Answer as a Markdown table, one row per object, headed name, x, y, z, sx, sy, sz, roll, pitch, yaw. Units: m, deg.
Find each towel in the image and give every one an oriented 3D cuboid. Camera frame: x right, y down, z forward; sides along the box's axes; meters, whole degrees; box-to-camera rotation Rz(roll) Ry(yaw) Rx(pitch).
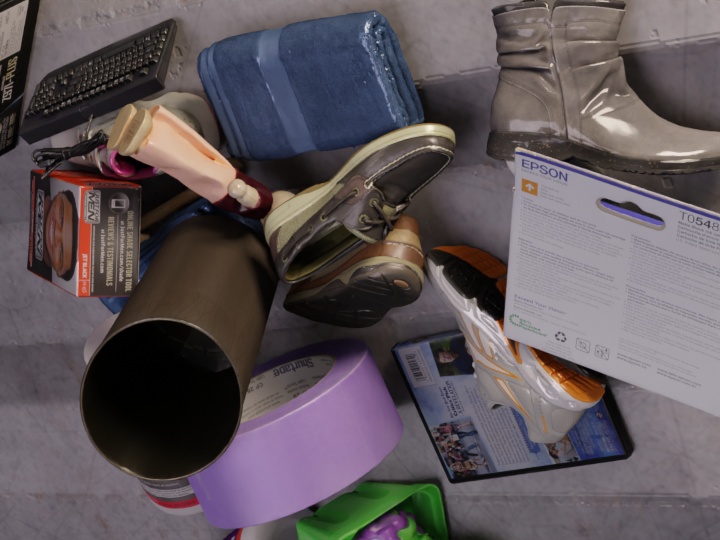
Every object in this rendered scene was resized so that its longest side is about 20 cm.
| name | x | y | z | sx | sy | sz | roll | pitch | yaw |
| --- | --- | --- | --- | --- | --- | --- | --- | --- | --- |
| towel | -0.161 | 0.007 | 1.761 | 0.112 | 0.049 | 0.200 | 42 | 134 | -15 |
| towel | -0.045 | -0.156 | 1.587 | 0.199 | 0.048 | 0.112 | -5 | 114 | 39 |

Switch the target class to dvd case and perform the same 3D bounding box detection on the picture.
| name | x | y | z | sx | sy | sz | roll | pitch | yaw |
| --- | --- | --- | --- | --- | --- | --- | --- | --- | --- |
| dvd case | 0.132 | 0.113 | 1.644 | 0.199 | 0.018 | 0.144 | -14 | 107 | 39 |

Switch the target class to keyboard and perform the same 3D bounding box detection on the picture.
| name | x | y | z | sx | sy | sz | roll | pitch | yaw |
| --- | --- | --- | --- | --- | --- | --- | --- | --- | --- |
| keyboard | -0.247 | -0.154 | 1.706 | 0.199 | 0.128 | 0.021 | -17 | 143 | 41 |

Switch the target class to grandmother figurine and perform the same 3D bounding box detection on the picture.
| name | x | y | z | sx | sy | sz | roll | pitch | yaw |
| --- | --- | --- | --- | --- | --- | --- | --- | --- | --- |
| grandmother figurine | -0.118 | -0.076 | 1.613 | 0.199 | 0.121 | 0.061 | 29 | 96 | -27 |

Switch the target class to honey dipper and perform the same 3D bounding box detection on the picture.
| name | x | y | z | sx | sy | sz | roll | pitch | yaw |
| --- | --- | --- | --- | --- | --- | --- | --- | --- | --- |
| honey dipper | -0.178 | -0.060 | 1.763 | 0.199 | 0.038 | 0.038 | -27 | 98 | 38 |

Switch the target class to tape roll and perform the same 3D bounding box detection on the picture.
| name | x | y | z | sx | sy | sz | roll | pitch | yaw |
| --- | --- | --- | --- | --- | --- | --- | --- | --- | --- |
| tape roll | -0.067 | 0.145 | 1.683 | 0.199 | 0.200 | 0.086 | -14 | 106 | 40 |

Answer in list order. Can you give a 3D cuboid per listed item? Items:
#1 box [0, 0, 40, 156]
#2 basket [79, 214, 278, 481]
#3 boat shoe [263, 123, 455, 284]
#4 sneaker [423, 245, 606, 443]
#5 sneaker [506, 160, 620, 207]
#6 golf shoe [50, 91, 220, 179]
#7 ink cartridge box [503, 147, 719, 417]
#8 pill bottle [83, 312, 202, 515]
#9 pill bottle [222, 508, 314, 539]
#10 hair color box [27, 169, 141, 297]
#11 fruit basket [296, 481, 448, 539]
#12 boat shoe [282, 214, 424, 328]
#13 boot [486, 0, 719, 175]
| name | x | y | z | sx | sy | sz | roll | pitch | yaw |
| --- | --- | --- | --- | --- | --- | --- | --- | --- | --- |
| box | -0.406 | -0.220 | 1.798 | 0.163 | 0.086 | 0.201 | 33 | 130 | 17 |
| basket | -0.146 | 0.052 | 1.614 | 0.135 | 0.201 | 0.181 | 24 | 127 | -4 |
| boat shoe | 0.003 | -0.051 | 1.544 | 0.200 | 0.071 | 0.067 | -30 | 58 | 30 |
| sneaker | 0.112 | 0.066 | 1.571 | 0.200 | 0.075 | 0.092 | 48 | 130 | 25 |
| sneaker | 0.182 | -0.027 | 1.493 | 0.200 | 0.070 | 0.080 | 45 | 135 | 5 |
| golf shoe | -0.225 | -0.122 | 1.721 | 0.199 | 0.091 | 0.076 | -2 | 116 | 38 |
| ink cartridge box | 0.207 | 0.001 | 1.423 | 0.198 | 0.041 | 0.201 | 21 | 137 | 21 |
| pill bottle | -0.190 | 0.133 | 1.788 | 0.110 | 0.111 | 0.201 | 9 | 141 | 32 |
| pill bottle | -0.112 | 0.321 | 1.876 | 0.113 | 0.112 | 0.200 | 49 | 133 | 2 |
| hair color box | -0.259 | -0.038 | 1.731 | 0.200 | 0.061 | 0.103 | -165 | 76 | -66 |
| fruit basket | 0.053 | 0.309 | 1.740 | 0.215 | 0.155 | 0.217 | 34 | 137 | 38 |
| boat shoe | 0.000 | 0.000 | 1.643 | 0.075 | 0.075 | 0.200 | 21 | 159 | -26 |
| boot | 0.193 | -0.142 | 1.416 | 0.198 | 0.070 | 0.133 | 6 | 95 | 7 |
